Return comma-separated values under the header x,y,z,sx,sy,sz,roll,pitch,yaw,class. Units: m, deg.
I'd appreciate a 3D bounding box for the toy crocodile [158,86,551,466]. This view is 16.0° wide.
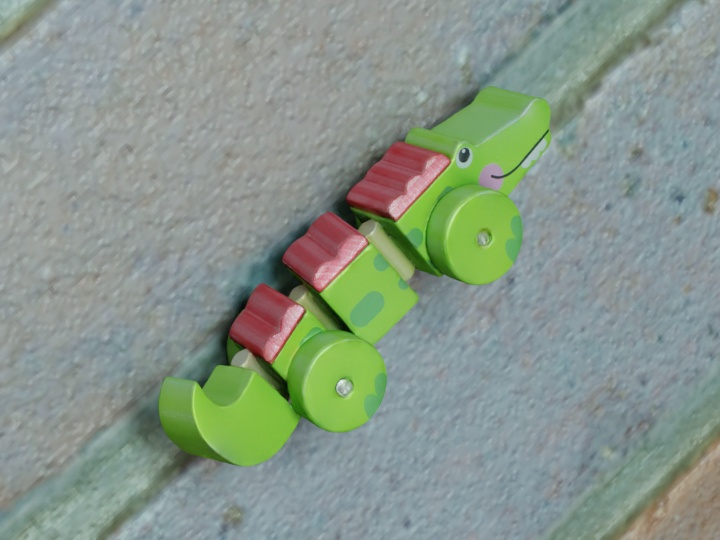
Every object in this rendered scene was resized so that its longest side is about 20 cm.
x,y,z,sx,sy,sz,roll,pitch,yaw,class
0.000,0.000,1.008,0.200,0.067,0.062,-47,123,-11,toy crocodile
